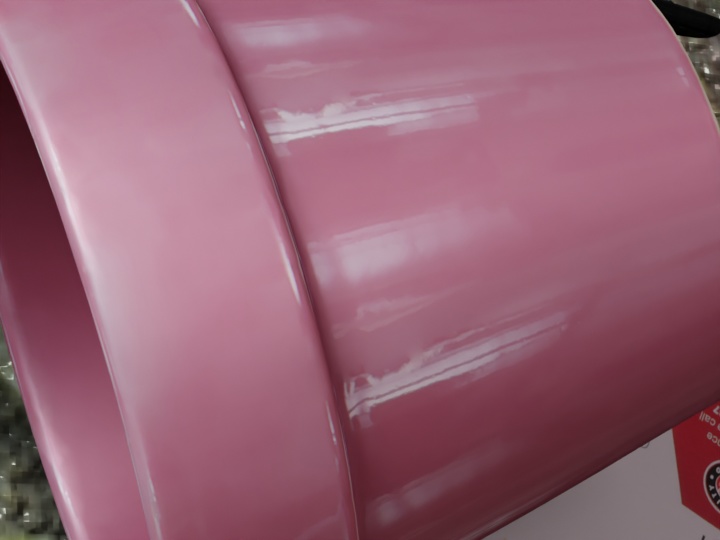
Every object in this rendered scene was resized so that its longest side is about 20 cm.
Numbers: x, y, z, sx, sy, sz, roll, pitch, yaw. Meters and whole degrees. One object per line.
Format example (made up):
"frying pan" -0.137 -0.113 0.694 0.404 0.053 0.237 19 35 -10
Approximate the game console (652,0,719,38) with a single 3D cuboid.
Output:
"game console" 0.006 -0.147 0.830 0.200 0.116 0.177 7 65 -57

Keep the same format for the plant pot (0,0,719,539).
"plant pot" 0.000 0.000 0.713 0.178 0.200 0.201 -15 80 -14

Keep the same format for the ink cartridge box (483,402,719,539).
"ink cartridge box" 0.045 0.116 0.821 0.145 0.083 0.201 33 59 -15
